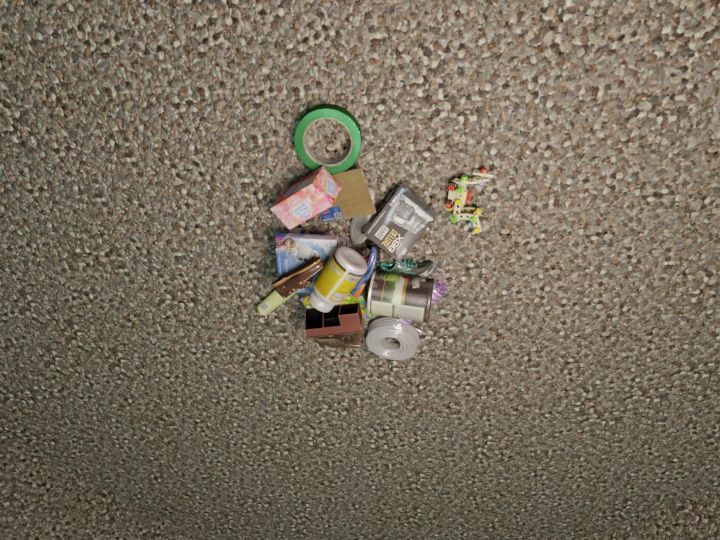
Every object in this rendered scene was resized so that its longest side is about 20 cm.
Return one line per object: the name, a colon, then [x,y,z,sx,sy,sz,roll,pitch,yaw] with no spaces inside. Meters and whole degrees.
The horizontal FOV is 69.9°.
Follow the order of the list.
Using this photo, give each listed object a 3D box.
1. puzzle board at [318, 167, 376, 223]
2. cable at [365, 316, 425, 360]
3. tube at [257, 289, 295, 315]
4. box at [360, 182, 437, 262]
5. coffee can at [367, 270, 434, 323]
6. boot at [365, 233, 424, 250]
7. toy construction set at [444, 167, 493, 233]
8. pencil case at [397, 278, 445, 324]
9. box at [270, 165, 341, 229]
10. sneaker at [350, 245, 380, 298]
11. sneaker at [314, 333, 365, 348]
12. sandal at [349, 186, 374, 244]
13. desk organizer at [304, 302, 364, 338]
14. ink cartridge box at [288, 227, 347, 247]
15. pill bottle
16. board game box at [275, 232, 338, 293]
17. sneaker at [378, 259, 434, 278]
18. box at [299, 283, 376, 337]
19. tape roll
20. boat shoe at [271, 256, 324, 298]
puzzle board: [-0.061,-0.235,1.626,0.200,0.017,0.151,-7,116,28]
cable: [0.118,0.258,1.919,0.200,0.069,0.200,32,133,-14]
tube: [-0.291,0.090,1.874,0.200,0.052,0.058,-39,154,21]
box: [0.122,-0.150,1.635,0.158,0.050,0.200,38,91,-18]
coffee can: [0.133,0.086,1.695,0.199,0.146,0.147,8,124,9]
boot: [0.114,-0.099,1.703,0.199,0.076,0.074,-8,120,8]
toy construction set: [0.336,-0.223,1.595,0.131,0.092,0.200,20,117,20]
pencil case: [0.209,0.114,1.832,0.200,0.084,0.085,-42,150,29]
box: [-0.170,-0.222,1.596,0.200,0.103,0.095,-23,120,37]
sneaker: [0.000,0.000,1.642,0.078,0.075,0.200,29,117,-1]
sneaker: [-0.076,0.262,1.962,0.199,0.071,0.076,9,149,9]
sandal: [0.019,-0.174,1.672,0.050,0.082,0.203,-14,132,-40]
desk organizer: [-0.093,0.169,1.749,0.199,0.072,0.077,-8,119,10]
ink cartridge box: [-0.145,-0.092,1.713,0.199,0.095,0.037,9,122,-2]
pill bottle: [-0.076,0.032,1.594,0.112,0.113,0.200,31,117,-15]
board game box: [-0.170,-0.020,1.667,0.198,0.043,0.200,2,117,6]
sneaker: [0.152,-0.006,1.763,0.200,0.078,0.091,-16,116,12]
box: [-0.071,0.098,1.815,0.200,0.122,0.193,-25,118,19]
tape roll: [-0.096,-0.391,1.543,0.200,0.048,0.201,2,123,3]
boat shoe: [-0.187,0.025,1.629,0.200,0.070,0.070,-28,104,28]
